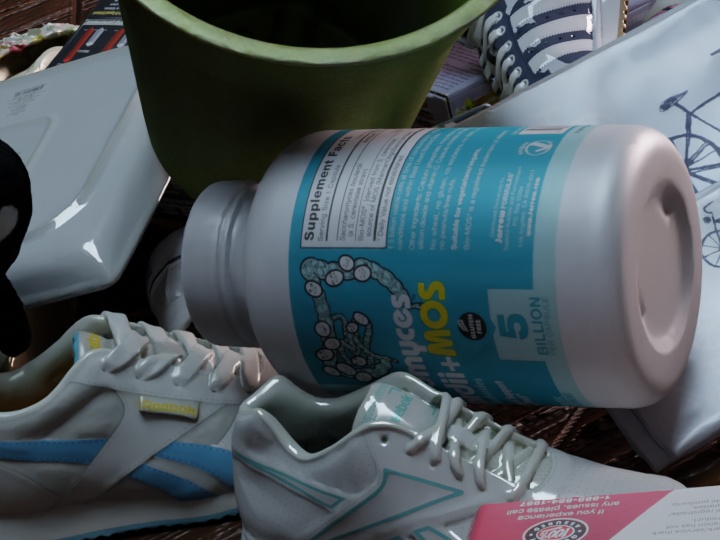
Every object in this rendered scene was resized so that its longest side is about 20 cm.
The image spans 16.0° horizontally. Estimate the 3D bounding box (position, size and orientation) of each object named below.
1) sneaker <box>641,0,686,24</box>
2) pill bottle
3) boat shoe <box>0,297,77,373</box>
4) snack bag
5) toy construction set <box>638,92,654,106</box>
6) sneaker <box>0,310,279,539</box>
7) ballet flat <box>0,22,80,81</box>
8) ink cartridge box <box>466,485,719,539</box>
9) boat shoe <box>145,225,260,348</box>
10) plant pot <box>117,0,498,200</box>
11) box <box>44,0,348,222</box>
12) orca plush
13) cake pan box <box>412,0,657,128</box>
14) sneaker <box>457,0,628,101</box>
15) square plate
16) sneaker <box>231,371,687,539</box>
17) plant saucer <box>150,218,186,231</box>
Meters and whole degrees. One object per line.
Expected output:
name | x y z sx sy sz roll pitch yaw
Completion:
sneaker | 0.196 -0.110 1.288 0.086 0.080 0.200 -45 9 -28
pill bottle | 0.030 -0.002 1.030 0.199 0.111 0.111 0 29 27
boat shoe | -0.177 0.022 1.235 0.064 0.072 0.200 -7 32 5
snack bag | 0.150 -0.033 1.096 0.188 0.021 0.200 -28 60 -12
toy construction set | 0.205 -0.059 1.186 0.198 0.093 0.131 -1 26 3
sneaker | -0.085 0.059 1.095 0.199 0.081 0.077 -14 23 -2
ballet flat | -0.220 -0.098 1.493 0.064 0.076 0.200 -18 17 45
ink cartridge box | 0.094 0.155 0.798 0.145 0.085 0.200 -6 24 17
boat shoe | 0.000 0.000 1.201 0.199 0.074 0.066 -19 41 -2
plant pot | -0.033 -0.118 1.121 0.198 0.190 0.201 4 59 -6
box | -0.076 -0.099 1.307 0.199 0.050 0.158 7 54 45
orca plush | -0.181 0.032 1.120 0.071 0.201 0.105 23 13 -14
cake pan box | 0.065 -0.131 1.445 0.183 0.053 0.200 -26 28 -28
sneaker | 0.078 -0.110 1.293 0.108 0.070 0.201 10 50 0
square plate | -0.173 -0.043 1.237 0.199 0.029 0.199 -13 35 27
sneaker | 0.034 0.085 0.983 0.199 0.081 0.070 1 27 27
plant saucer | -0.066 -0.113 1.401 0.200 0.049 0.199 -49 36 -16
